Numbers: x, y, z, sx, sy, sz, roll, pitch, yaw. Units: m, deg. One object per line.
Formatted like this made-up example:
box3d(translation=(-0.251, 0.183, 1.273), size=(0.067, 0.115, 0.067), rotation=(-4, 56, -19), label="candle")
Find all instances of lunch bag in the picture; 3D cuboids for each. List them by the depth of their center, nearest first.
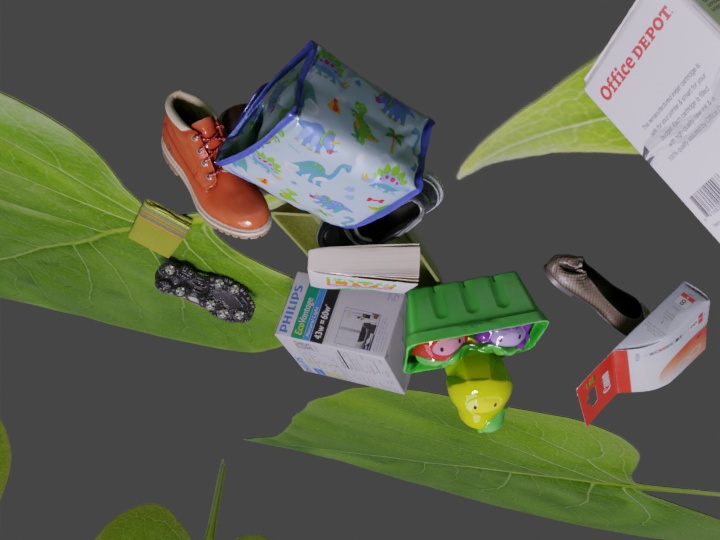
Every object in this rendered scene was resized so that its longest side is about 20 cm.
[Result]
box3d(translation=(-0.045, -0.129, 0.904), size=(0.170, 0.128, 0.200), rotation=(28, 146, -23), label="lunch bag")

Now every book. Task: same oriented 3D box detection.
box3d(translation=(0.000, 0.000, 1.058), size=(0.133, 0.048, 0.200), rotation=(3, 174, -1), label="book")

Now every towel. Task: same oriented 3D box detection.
box3d(translation=(-0.347, -0.071, 1.419), size=(0.086, 0.018, 0.200), rotation=(30, 156, -13), label="towel")

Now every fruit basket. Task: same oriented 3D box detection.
box3d(translation=(0.162, 0.123, 1.169), size=(0.215, 0.216, 0.156), rotation=(16, 157, 7), label="fruit basket")

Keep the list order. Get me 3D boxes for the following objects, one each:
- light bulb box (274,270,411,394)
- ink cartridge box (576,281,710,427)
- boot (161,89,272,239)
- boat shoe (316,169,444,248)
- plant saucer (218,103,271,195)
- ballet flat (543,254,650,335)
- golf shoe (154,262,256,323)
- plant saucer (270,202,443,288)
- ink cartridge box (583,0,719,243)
box3d(translation=(-0.015, 0.111, 1.438), size=(0.200, 0.125, 0.198), rotation=(11, 157, 18), label="light bulb box")
box3d(translation=(0.375, 0.126, 1.087), size=(0.050, 0.200, 0.162), rotation=(40, 171, 33), label="ink cartridge box")
box3d(translation=(-0.176, -0.127, 0.992), size=(0.200, 0.075, 0.107), rotation=(48, 151, 17), label="boot")
box3d(translation=(0.009, -0.063, 1.002), size=(0.200, 0.071, 0.072), rotation=(-29, 100, 40), label="boat shoe")
box3d(translation=(-0.093, -0.136, 1.043), size=(0.200, 0.037, 0.200), rotation=(16, 159, 6), label="plant saucer")
box3d(translation=(0.327, 0.031, 1.089), size=(0.200, 0.067, 0.046), rotation=(31, 122, -21), label="ballet flat")
box3d(translation=(-0.294, 0.037, 1.577), size=(0.200, 0.077, 0.088), rotation=(26, 177, -12), label="golf shoe")
box3d(translation=(0.004, -0.045, 1.162), size=(0.200, 0.048, 0.200), rotation=(5, 154, 28), label="plant saucer")
box3d(translation=(0.278, -0.120, 0.606), size=(0.200, 0.084, 0.144), rotation=(52, 162, 12), label="ink cartridge box")
